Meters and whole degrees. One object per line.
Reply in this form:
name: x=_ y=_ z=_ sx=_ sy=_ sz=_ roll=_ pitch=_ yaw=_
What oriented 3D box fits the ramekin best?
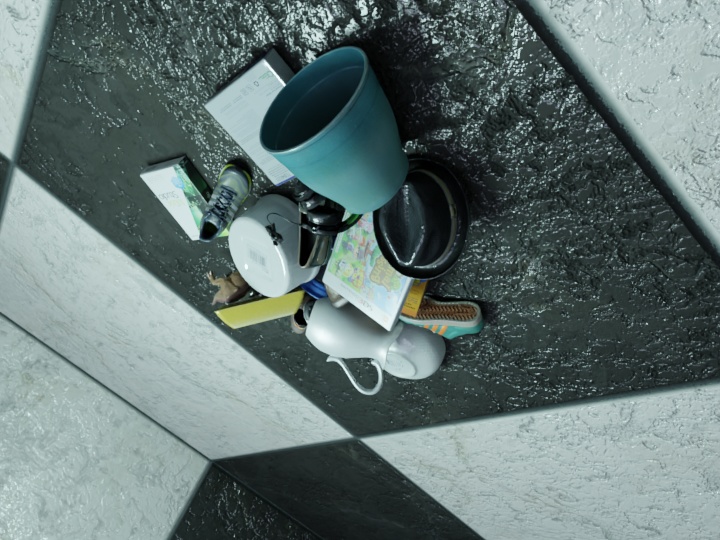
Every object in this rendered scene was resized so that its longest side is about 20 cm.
ramekin: x=-0.184 y=-0.045 z=1.195 sx=0.197 sy=0.097 sz=0.205 roll=23 pitch=130 yaw=30

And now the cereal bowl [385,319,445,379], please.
cereal bowl: x=0.099 y=0.191 z=1.355 sx=0.195 sy=0.084 sz=0.203 roll=18 pitch=143 yaw=13

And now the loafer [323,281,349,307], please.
loafer: x=0.000 y=0.000 z=1.153 sx=0.198 sy=0.074 sz=0.071 roll=-37 pitch=109 yaw=22

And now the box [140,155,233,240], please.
box: x=-0.388 y=-0.157 z=1.302 sx=0.141 sy=0.037 sz=0.202 roll=-3 pitch=134 yaw=36

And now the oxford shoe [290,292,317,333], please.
oxford shoe: x=-0.150 y=0.115 z=1.437 sx=0.070 sy=0.074 sz=0.202 roll=26 pitch=144 yaw=2

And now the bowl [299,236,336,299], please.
bowl: x=-0.073 y=-0.003 z=1.273 sx=0.196 sy=0.040 sz=0.203 roll=19 pitch=143 yaw=14

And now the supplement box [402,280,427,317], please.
supplement box: x=0.106 y=0.002 z=1.135 sx=0.065 sy=0.070 sz=0.203 roll=19 pitch=140 yaw=10

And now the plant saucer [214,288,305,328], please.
plant saucer: x=-0.221 y=0.086 z=1.298 sx=0.200 sy=0.194 sz=0.050 roll=180 pitch=77 yaw=-80

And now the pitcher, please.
pitcher: x=-0.023 y=0.159 z=1.240 sx=0.195 sy=0.176 sz=0.121 roll=20 pitch=171 yaw=2

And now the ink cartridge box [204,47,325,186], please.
ink cartridge box: x=-0.151 y=-0.260 z=1.014 sx=0.196 sy=0.041 sz=0.201 roll=-13 pitch=128 yaw=43

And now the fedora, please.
fedora: x=0.085 y=-0.080 z=0.950 sx=0.195 sy=0.091 sz=0.207 roll=5 pitch=102 yaw=26

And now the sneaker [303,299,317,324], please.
sneaker: x=-0.085 y=0.126 z=1.372 sx=0.081 sy=0.074 sz=0.199 roll=4 pitch=159 yaw=38

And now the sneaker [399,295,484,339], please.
sneaker: x=0.166 y=0.107 z=1.217 sx=0.195 sy=0.072 sz=0.081 roll=6 pitch=140 yaw=31

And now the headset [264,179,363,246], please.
headset: x=-0.073 y=-0.108 z=0.999 sx=0.094 sy=0.196 sz=0.126 roll=48 pitch=161 yaw=59

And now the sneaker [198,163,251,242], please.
sneaker: x=-0.286 y=-0.134 z=1.202 sx=0.072 sy=0.082 sz=0.201 roll=25 pitch=131 yaw=-12

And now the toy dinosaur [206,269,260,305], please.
toy dinosaur: x=-0.286 y=0.035 z=1.370 sx=0.137 sy=0.198 sz=0.086 roll=54 pitch=-174 yaw=28

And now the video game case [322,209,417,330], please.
video game case: x=0.024 y=-0.020 z=1.078 sx=0.180 sy=0.022 sz=0.204 roll=34 pitch=118 yaw=25

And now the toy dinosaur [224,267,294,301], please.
toy dinosaur: x=-0.255 y=0.061 z=1.442 sx=0.195 sy=0.079 sz=0.103 roll=7 pitch=153 yaw=34

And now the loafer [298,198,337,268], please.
loafer: x=-0.086 y=-0.098 z=1.081 sx=0.070 sy=0.062 sz=0.206 roll=17 pitch=117 yaw=31

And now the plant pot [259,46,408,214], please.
plant pot: x=-0.024 y=-0.196 z=0.886 sx=0.196 sy=0.204 sz=0.188 roll=-5 pitch=143 yaw=37
